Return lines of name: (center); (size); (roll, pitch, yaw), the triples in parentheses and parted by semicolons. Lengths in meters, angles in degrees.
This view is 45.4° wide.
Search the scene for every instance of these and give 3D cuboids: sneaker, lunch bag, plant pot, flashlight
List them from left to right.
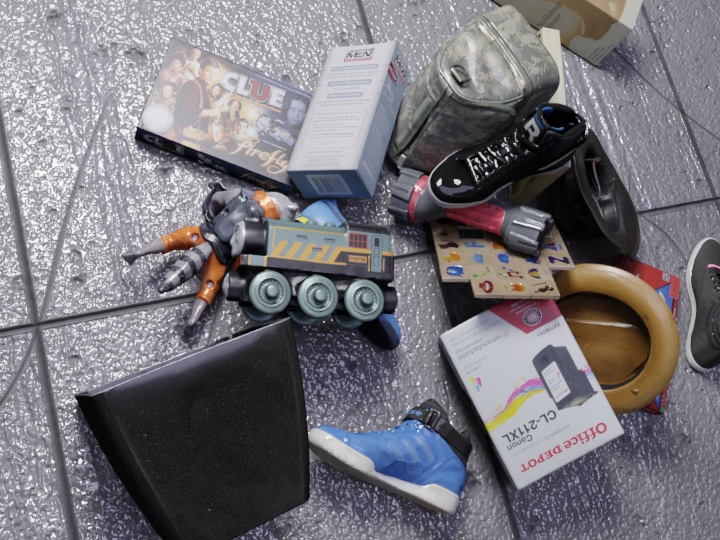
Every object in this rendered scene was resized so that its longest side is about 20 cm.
plant pot: (-0.156, 0.171, 0.872); (0.198, 0.199, 0.180); (-21, 91, -24)
sneaker: (0.000, 0.000, 1.046); (0.078, 0.066, 0.201); (-33, 85, -30)
sneaker: (0.040, 0.191, 0.985); (0.198, 0.077, 0.113); (27, 71, -14)
lunch bag: (0.128, -0.214, 1.094); (0.166, 0.200, 0.140); (-26, 79, -29)
flashlight: (0.133, -0.069, 1.069); (0.198, 0.068, 0.069); (21, 87, 22)
sneaker: (0.173, -0.145, 1.010); (0.198, 0.112, 0.074); (-21, 72, -15)
sneaker: (0.508, 0.035, 1.196); (0.070, 0.099, 0.203); (18, 66, -11)

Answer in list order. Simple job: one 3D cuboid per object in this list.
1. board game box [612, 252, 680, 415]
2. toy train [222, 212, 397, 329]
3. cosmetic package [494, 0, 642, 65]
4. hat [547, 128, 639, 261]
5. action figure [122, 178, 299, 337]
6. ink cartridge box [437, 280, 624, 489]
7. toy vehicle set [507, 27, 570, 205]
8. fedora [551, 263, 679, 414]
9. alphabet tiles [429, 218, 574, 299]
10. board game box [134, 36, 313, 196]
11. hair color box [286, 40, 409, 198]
board game box: (0.380, 0.085, 1.178); (0.102, 0.019, 0.203); (20, 67, -11)
toy train: (-0.052, 0.000, 0.948); (0.197, 0.085, 0.116); (6, 77, -16)
cosmetic package: (0.303, -0.403, 1.270); (0.198, 0.105, 0.072); (29, 65, -7)
hat: (0.303, -0.095, 1.167); (0.200, 0.080, 0.203); (37, 41, -40)
action figure: (-0.140, -0.012, 0.982); (0.193, 0.105, 0.200); (-41, 85, -16)
ink cartridge box: (0.202, 0.137, 1.033); (0.144, 0.083, 0.202); (-28, 82, 0)
toy vehicle set: (0.234, -0.206, 1.166); (0.026, 0.124, 0.203); (6, 71, -17)
fedora: (0.305, 0.083, 1.094); (0.082, 0.199, 0.203); (-11, 72, -62)
alphabet tiles: (0.174, -0.020, 1.054); (0.164, 0.008, 0.201); (1, 31, -2)
board game box: (-0.163, -0.190, 1.069); (0.197, 0.035, 0.137); (20, 66, -12)
hair color box: (-0.012, -0.189, 1.075); (0.098, 0.061, 0.202); (2, 60, 26)
